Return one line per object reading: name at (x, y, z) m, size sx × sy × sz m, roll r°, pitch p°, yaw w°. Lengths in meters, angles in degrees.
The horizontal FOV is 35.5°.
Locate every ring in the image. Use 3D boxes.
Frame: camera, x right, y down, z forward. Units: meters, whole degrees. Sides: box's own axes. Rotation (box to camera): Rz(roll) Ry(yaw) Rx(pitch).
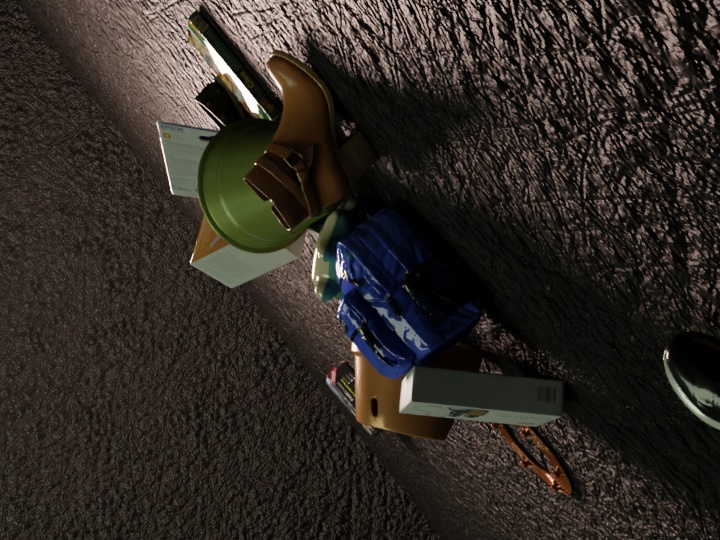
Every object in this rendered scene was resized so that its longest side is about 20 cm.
ring at (0.268, 0.288, 1.828) m, size 0.201 × 0.019 × 0.201 m, roll 48°, pitch 168°, yaw 14°

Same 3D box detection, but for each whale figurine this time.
whale figurine at (-0.014, -0.026, 1.637) m, size 0.103 × 0.161 × 0.200 m, roll 20°, pitch 170°, yaw 8°

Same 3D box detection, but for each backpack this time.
backpack at (0.045, 0.027, 1.499) m, size 0.201 × 0.167 × 0.163 m, roll 54°, pitch 164°, yaw 10°

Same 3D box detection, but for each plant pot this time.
plant pot at (-0.106, -0.130, 1.599) m, size 0.201 × 0.200 × 0.189 m, roll 53°, pitch 155°, yaw -17°
plant pot at (0.074, 0.168, 1.663) m, size 0.197 × 0.142 × 0.200 m, roll 11°, pitch 175°, yaw 1°

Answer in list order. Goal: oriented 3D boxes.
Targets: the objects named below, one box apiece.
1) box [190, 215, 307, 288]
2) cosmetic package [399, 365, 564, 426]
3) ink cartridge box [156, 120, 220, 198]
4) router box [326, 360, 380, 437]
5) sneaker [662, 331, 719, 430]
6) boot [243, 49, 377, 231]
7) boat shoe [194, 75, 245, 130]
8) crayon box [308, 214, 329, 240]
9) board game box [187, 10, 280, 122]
box at (-0.185, -0.068, 1.913) m, size 0.097 × 0.126 × 0.199 m, roll 31°, pitch 145°, yaw -31°
cosmetic package at (0.157, 0.169, 1.499) m, size 0.197 × 0.052 × 0.151 m, roll 6°, pitch 169°, yaw -2°
ink cartridge box at (-0.234, -0.187, 1.901) m, size 0.193 × 0.044 × 0.201 m, roll 9°, pitch 146°, yaw 5°
router box at (-0.006, 0.338, 2.939) m, size 0.200 × 0.062 × 0.150 m, roll 49°, pitch 170°, yaw 9°
sneaker at (0.336, 0.108, 0.902) m, size 0.200 × 0.070 × 0.090 m, roll 46°, pitch 153°, yaw 21°
boot at (-0.092, -0.165, 1.430) m, size 0.201 × 0.154 × 0.074 m, roll 50°, pitch 169°, yaw 1°
boat shoe at (-0.213, -0.235, 1.927) m, size 0.073 × 0.063 × 0.202 m, roll 30°, pitch 159°, yaw 52°
crayon box at (0.000, 0.000, 1.868) m, size 0.125 × 0.051 × 0.201 m, roll 34°, pitch 160°, yaw 54°
board game box at (-0.198, -0.304, 1.746) m, size 0.201 × 0.023 × 0.105 m, roll 51°, pitch 167°, yaw 0°
